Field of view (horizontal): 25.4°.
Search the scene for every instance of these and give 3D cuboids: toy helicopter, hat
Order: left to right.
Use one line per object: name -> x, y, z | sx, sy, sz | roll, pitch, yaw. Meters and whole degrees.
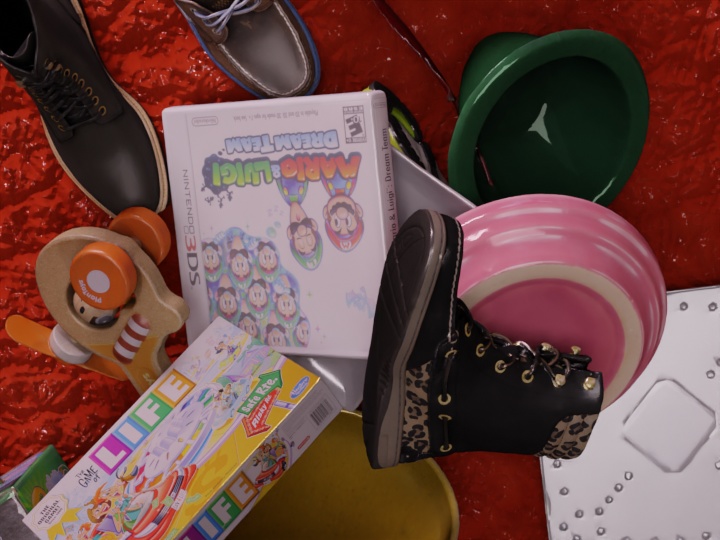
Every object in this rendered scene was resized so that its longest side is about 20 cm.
toy helicopter -> -0.173, 0.061, 1.177 | 0.131, 0.079, 0.201 | -22, 107, 27
hat -> 0.096, -0.142, 1.176 | 0.164, 0.176, 0.201 | -27, 132, -11

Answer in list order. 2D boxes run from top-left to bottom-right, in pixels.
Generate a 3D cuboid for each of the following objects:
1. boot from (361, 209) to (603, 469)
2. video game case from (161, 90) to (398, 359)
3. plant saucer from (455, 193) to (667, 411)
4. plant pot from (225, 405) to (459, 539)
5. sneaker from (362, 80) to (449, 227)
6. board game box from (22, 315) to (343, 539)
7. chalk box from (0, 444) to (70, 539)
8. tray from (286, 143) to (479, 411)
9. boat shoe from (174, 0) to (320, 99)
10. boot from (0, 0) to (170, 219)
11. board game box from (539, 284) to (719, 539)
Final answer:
boot -> 0.086, 0.049, 1.047 | 0.152, 0.074, 0.205 | 3, 128, -11
video game case -> -0.056, -0.030, 1.140 | 0.198, 0.024, 0.184 | 0, 100, 38
plant saucer -> 0.120, 0.043, 1.118 | 0.198, 0.051, 0.202 | -3, 126, -4
plant pot -> -0.040, 0.214, 1.159 | 0.198, 0.201, 0.143 | 14, 124, 0
sneaker -> 0.031, -0.035, 1.176 | 0.080, 0.074, 0.201 | -26, 96, 23
board game box -> -0.122, 0.133, 1.084 | 0.200, 0.134, 0.034 | -47, 128, -15
chalk box -> -0.260, 0.219, 1.187 | 0.124, 0.124, 0.201 | -32, 95, 7
tray -> 0.000, 0.000, 1.152 | 0.107, 0.022, 0.201 | 36, 121, 6
boat shoe -> -0.105, -0.199, 1.147 | 0.072, 0.072, 0.200 | -40, 95, 6
boot -> -0.209, -0.117, 1.129 | 0.077, 0.138, 0.201 | -30, 96, 6
board game box -> 0.231, 0.114, 1.204 | 0.198, 0.026, 0.202 | -7, 98, 3
